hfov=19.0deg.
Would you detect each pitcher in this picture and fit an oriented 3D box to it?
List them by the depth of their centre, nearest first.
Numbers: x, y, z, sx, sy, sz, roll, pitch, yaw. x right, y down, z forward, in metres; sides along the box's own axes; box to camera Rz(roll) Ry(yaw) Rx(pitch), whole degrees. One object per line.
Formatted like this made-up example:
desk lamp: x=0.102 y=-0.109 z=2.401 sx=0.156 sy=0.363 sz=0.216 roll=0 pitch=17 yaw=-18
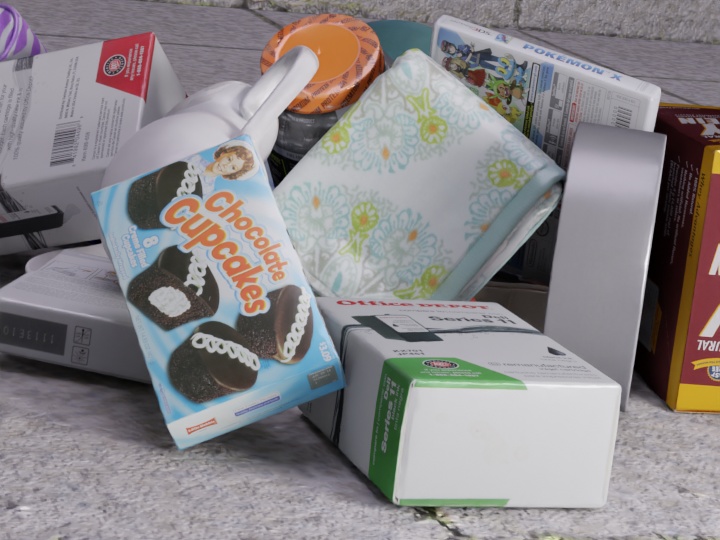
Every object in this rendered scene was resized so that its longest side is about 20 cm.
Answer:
pitcher: x=-0.105 y=-0.078 z=1.563 sx=0.121 sy=0.172 sz=0.200 roll=41 pitch=26 yaw=-11

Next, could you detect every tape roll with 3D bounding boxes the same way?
tape roll: x=0.173 y=-0.003 z=1.537 sx=0.066 sy=0.201 sz=0.200 roll=9 pitch=13 yaw=8

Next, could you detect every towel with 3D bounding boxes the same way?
towel: x=0.031 y=-0.046 z=1.596 sx=0.171 sy=0.200 sz=0.048 roll=42 pitch=-3 yaw=23

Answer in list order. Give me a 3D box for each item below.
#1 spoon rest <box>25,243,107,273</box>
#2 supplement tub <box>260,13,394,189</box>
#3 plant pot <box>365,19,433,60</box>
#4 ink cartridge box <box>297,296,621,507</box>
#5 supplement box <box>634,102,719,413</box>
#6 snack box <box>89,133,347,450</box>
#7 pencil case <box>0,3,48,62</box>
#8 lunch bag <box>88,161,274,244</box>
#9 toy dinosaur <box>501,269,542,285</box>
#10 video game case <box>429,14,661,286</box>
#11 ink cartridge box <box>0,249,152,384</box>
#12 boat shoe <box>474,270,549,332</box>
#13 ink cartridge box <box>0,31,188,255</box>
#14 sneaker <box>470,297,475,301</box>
spoon rest: x=-0.166 y=-0.002 z=1.677 sx=0.199 sy=0.061 sz=0.099 roll=-3 pitch=18 yaw=-38
supplement tub: x=-0.016 y=-0.101 z=1.736 sx=0.122 sy=0.201 sz=0.123 roll=-6 pitch=49 yaw=7
plant pot: x=0.015 y=-0.106 z=1.939 sx=0.199 sy=0.202 sz=0.161 roll=10 pitch=26 yaw=15
ink cartridge box: x=0.057 y=0.081 z=1.382 sx=0.146 sy=0.084 sz=0.200 roll=2 pitch=13 yaw=-21
supplement box: x=0.285 y=-0.012 z=1.637 sx=0.132 sy=0.198 sz=0.200 roll=4 pitch=14 yaw=-11
snack box: x=-0.094 y=0.011 z=1.396 sx=0.116 sy=0.037 sz=0.201 roll=-21 pitch=53 yaw=-3
pencil case: x=-0.291 y=-0.143 z=1.872 sx=0.083 sy=0.086 sz=0.200 roll=1 pitch=-34 yaw=27
lunch bag: x=-0.150 y=-0.066 z=1.848 sx=0.170 sy=0.128 sz=0.200 roll=-3 pitch=31 yaw=-45
toy dinosaur: x=0.133 y=0.012 z=1.812 sx=0.181 sy=0.201 sz=0.105 roll=29 pitch=-24 yaw=0
video game case: x=0.130 y=-0.082 z=1.661 sx=0.182 sy=0.201 sz=0.022 roll=21 pitch=40 yaw=19
ink cartridge box: x=-0.148 y=0.037 z=1.542 sx=0.199 sy=0.044 sz=0.174 roll=11 pitch=11 yaw=6
boat shoe: x=0.082 y=0.024 z=1.705 sx=0.199 sy=0.067 sz=0.057 roll=16 pitch=-5 yaw=17
ink cartridge box: x=-0.250 y=-0.097 z=1.732 sx=0.199 sy=0.084 sz=0.145 roll=-8 pitch=50 yaw=15
sneaker: x=0.000 y=0.000 z=1.659 sx=0.199 sy=0.099 sz=0.071 roll=12 pitch=5 yaw=17
